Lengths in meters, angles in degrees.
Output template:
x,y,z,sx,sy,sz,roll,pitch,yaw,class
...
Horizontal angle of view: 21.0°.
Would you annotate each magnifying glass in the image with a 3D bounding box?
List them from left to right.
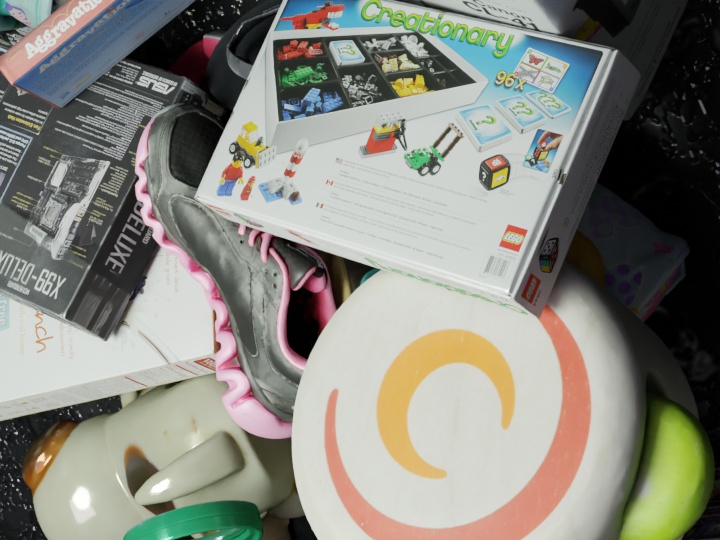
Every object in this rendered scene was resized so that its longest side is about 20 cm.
x,y,z,sx,sy,sz,roll,pitch,yaw,class
-0.084,0.166,1.163,0.080,0.200,0.022,-18,70,7,magnifying glass

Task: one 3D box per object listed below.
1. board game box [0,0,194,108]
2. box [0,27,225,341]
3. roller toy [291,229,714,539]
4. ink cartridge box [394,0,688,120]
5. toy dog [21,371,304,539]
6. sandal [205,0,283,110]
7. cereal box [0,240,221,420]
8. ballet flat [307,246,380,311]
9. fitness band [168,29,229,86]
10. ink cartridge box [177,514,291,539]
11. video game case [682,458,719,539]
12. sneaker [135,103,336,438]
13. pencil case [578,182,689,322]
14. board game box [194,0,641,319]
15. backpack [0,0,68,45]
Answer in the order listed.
x,y,z,sx,sy,sz,roll,pitch,yaw,class
-0.109,-0.165,1.085,0.200,0.103,0.019,-38,85,3,board game box
-0.201,-0.065,1.172,0.200,0.050,0.158,20,80,31,box
0.070,0.084,0.962,0.182,0.140,0.200,-37,61,12,roller toy
0.066,-0.161,0.966,0.148,0.200,0.086,25,88,25,ink cartridge box
-0.114,0.128,1.221,0.200,0.194,0.140,-25,106,31,toy dog
-0.031,-0.123,1.064,0.200,0.043,0.076,8,75,57,sandal
-0.168,0.007,1.184,0.200,0.040,0.144,-15,67,24,cereal box
0.000,0.000,1.121,0.063,0.069,0.200,-35,74,48,ballet flat
-0.044,-0.073,1.185,0.200,0.037,0.144,17,120,28,fitness band
-0.107,0.266,1.339,0.165,0.075,0.200,-9,103,37,ink cartridge box
0.229,0.140,0.997,0.200,0.181,0.036,-12,105,36,video game case
-0.055,-0.008,1.086,0.095,0.079,0.200,-26,89,53,sneaker
0.082,-0.037,1.065,0.200,0.091,0.083,38,123,7,pencil case
0.023,-0.064,0.939,0.200,0.035,0.126,18,81,37,board game box
-0.190,-0.217,1.102,0.151,0.200,0.178,35,112,20,backpack
